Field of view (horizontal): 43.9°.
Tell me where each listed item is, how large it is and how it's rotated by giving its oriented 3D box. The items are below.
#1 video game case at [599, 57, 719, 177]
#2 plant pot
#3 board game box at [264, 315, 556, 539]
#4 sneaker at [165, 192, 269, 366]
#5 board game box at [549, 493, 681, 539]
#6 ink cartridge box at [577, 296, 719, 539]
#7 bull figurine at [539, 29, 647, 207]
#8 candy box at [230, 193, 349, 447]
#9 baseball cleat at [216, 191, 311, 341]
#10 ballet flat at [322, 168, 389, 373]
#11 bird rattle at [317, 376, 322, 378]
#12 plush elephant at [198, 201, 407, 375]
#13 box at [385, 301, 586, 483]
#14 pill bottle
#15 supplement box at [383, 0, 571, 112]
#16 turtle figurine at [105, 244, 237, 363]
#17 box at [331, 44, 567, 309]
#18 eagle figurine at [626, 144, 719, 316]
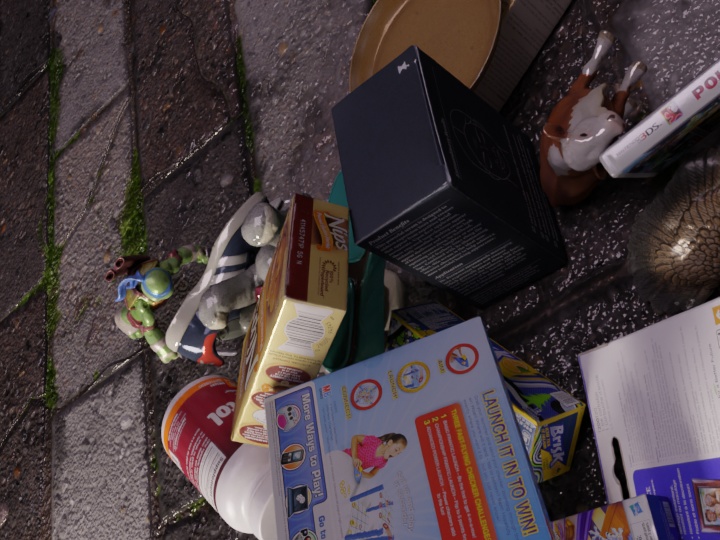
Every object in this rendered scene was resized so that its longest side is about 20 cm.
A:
[{"bbox_3d":[0.273,-0.134,0.668,0.181,0.199,0.023,-40,78,24],"label":"video game case"},{"bbox_3d":[0.068,-0.228,0.911,0.197,0.027,0.205,-19,62,40],"label":"plant pot"},{"bbox_3d":[0.031,0.158,0.670,0.192,0.056,0.203,-21,47,9],"label":"board game box"},{"bbox_3d":[-0.139,0.014,1.008,0.203,0.083,0.075,-62,3,-2],"label":"sneaker"},{"bbox_3d":[0.171,0.272,0.609,0.133,0.044,0.204,-28,60,32],"label":"board game box"},{"bbox_3d":[0.237,0.134,0.635,0.200,0.042,0.203,136,129,-67],"label":"ink cartridge box"},{"bbox_3d":[0.191,-0.119,0.753,0.064,0.200,0.123,30,82,9],"label":"bull figurine"},{"bbox_3d":[-0.062,0.050,0.773,0.117,0.054,0.202,-89,17,-44],"label":"candy box"},{"bbox_3d":[-0.118,-0.007,1.083,0.200,0.070,0.107,-44,40,10],"label":"baseball cleat"},{"bbox_3d":[0.000,0.000,0.857,0.066,0.070,0.206,2,85,39],"label":"ballet flat"},{"bbox_3d":[0.023,0.184,0.788,0.200,0.160,0.115,42,122,44],"label":"bird rattle"},{"bbox_3d":[-0.046,0.032,0.937,0.156,0.198,0.166,50,121,19],"label":"plush elephant"},{"bbox_3d":[0.103,0.105,0.800,0.199,0.063,0.072,36,127,46],"label":"box"},{"bbox_3d":[-0.124,0.204,0.957,0.199,0.112,0.115,31,94,45],"label":"pill bottle"},{"bbox_3d":[0.121,-0.251,0.942,0.202,0.073,0.126,-57,44,10],"label":"supplement box"},{"bbox_3d":[-0.237,0.044,1.162,0.193,0.196,0.148,-10,88,62],"label":"turtle figurine"},{"bbox_3d":[0.082,-0.077,0.815,0.106,0.198,0.151,-29,54,30],"label":"box"},{"bbox_3d":[0.288,-0.027,0.645,0.150,0.151,0.202,38,107,8],"label":"eagle figurine"}]
